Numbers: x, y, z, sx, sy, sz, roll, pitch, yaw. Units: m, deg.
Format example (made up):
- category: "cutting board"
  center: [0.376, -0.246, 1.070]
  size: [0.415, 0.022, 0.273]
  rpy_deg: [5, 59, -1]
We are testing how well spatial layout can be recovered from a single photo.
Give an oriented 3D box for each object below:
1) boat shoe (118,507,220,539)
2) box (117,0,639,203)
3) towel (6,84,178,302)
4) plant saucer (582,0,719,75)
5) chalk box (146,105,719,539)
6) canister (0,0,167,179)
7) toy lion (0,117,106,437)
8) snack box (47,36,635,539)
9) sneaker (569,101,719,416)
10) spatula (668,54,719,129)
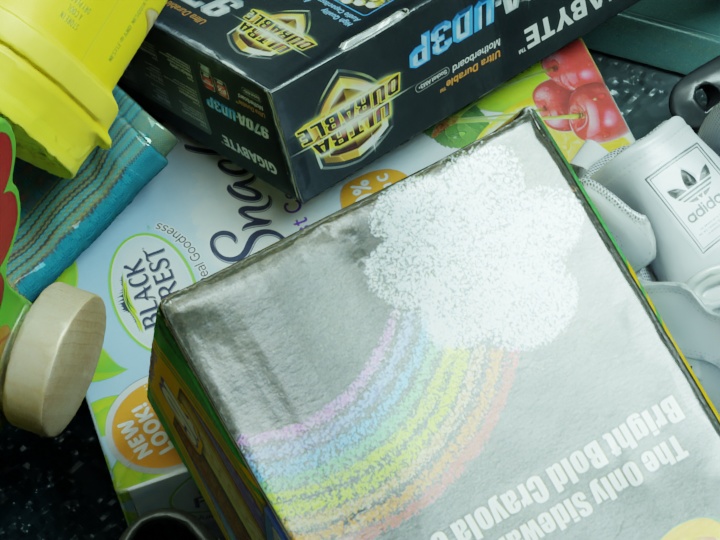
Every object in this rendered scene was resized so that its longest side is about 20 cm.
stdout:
- category: "boat shoe"
  center: [-0.057, 0.162, 0.781]
  size: [0.068, 0.057, 0.201]
  rpy_deg: [-6, 53, 2]
- category: "box"
  center: [-0.019, -0.110, 0.942]
  size: [0.158, 0.046, 0.200]
  rpy_deg: [-32, 38, -24]
- category: "towel"
  center: [-0.169, -0.012, 0.908]
  size: [0.200, 0.022, 0.147]
  rpy_deg: [-44, 52, -4]
- category: "plant saucer"
  center: [0.170, -0.088, 0.964]
  size: [0.199, 0.019, 0.070]
  rpy_deg: [18, 58, 18]
- category: "chalk box"
  center: [0.039, 0.080, 0.767]
  size: [0.124, 0.124, 0.201]
  rpy_deg: [-28, 82, -11]
- category: "canister"
  center: [-0.102, -0.149, 0.878]
  size: [0.148, 0.087, 0.201]
  rpy_deg: [25, 79, 33]
- category: "toy lion"
  center: [-0.144, 0.050, 0.759]
  size: [0.068, 0.192, 0.201]
  rpy_deg: [19, 82, 12]
- category: "snack box"
  center: [0.000, 0.000, 0.898]
  size: [0.199, 0.053, 0.143]
  rpy_deg: [-18, 52, -6]
- category: "sneaker"
  center: [0.117, 0.013, 0.752]
  size: [0.075, 0.115, 0.200]
  rpy_deg: [-31, 12, -15]
- category: "spatula"
  center: [0.193, -0.100, 0.941]
  size: [0.199, 0.021, 0.057]
  rpy_deg: [-29, 98, -6]
